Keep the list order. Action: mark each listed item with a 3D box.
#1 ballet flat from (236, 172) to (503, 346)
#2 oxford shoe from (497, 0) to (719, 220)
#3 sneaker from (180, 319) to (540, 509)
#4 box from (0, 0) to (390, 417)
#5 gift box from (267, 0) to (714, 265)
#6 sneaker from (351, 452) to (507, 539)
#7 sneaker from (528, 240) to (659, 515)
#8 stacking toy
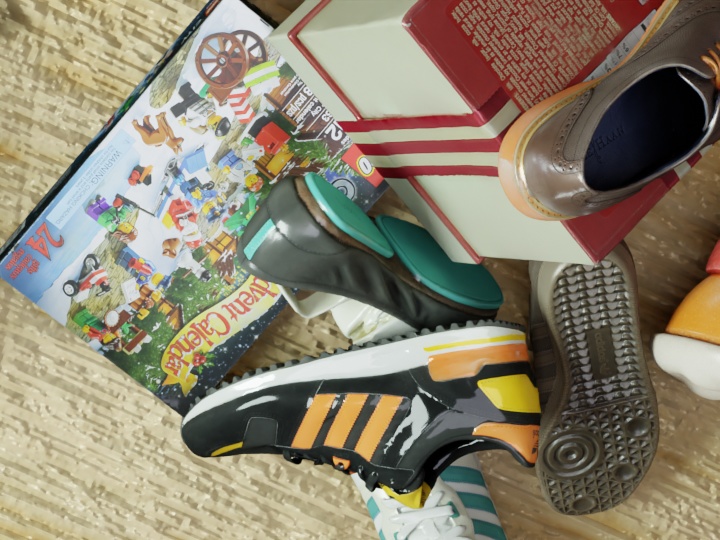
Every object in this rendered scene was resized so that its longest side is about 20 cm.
[{"bbox_3d":[0.000,0.000,1.252,0.068,0.068,0.200,-41,145,16],"label":"ballet flat"},{"bbox_3d":[0.159,-0.086,1.092,0.200,0.073,0.071,-39,106,-18],"label":"oxford shoe"},{"bbox_3d":[0.000,0.089,1.263,0.200,0.070,0.090,-15,79,14],"label":"sneaker"},{"bbox_3d":[-0.084,-0.037,1.283,0.137,0.038,0.200,39,99,-14],"label":"box"},{"bbox_3d":[0.094,-0.118,1.204,0.200,0.187,0.185,-41,107,-18],"label":"gift box"},{"bbox_3d":[0.046,0.144,1.318,0.070,0.093,0.200,-25,107,2],"label":"sneaker"},{"bbox_3d":[0.128,0.046,1.316,0.070,0.076,0.200,-4,128,-3],"label":"sneaker"},{"bbox_3d":[0.254,-0.015,1.291,0.146,0.146,0.200,20,86,-10],"label":"stacking toy"}]
